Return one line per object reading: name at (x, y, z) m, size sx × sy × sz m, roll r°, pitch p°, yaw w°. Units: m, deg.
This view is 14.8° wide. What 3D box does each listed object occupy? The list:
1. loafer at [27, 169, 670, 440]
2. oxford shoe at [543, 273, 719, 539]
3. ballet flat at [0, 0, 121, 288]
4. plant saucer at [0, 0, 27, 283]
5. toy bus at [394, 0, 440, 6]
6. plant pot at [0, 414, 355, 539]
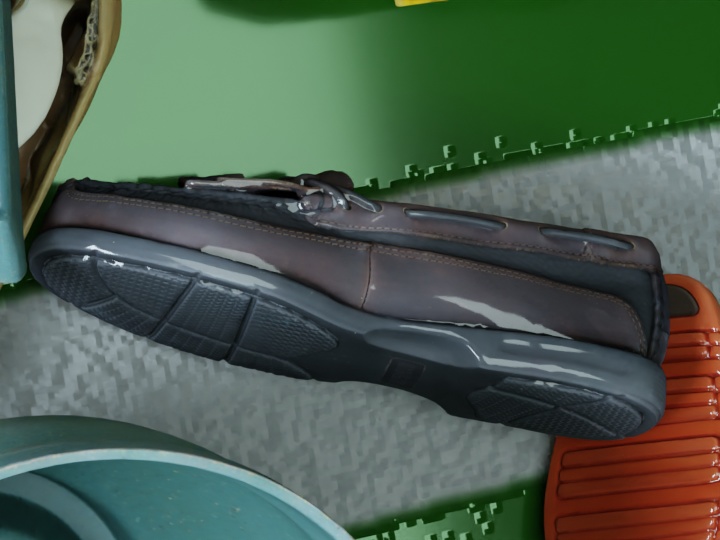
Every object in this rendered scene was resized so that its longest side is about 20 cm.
loafer at (0.000, 0.000, 0.843) m, size 0.200 × 0.072 × 0.063 m, roll 15°, pitch 68°, yaw -12°
oxford shoe at (0.107, 0.102, 0.885) m, size 0.073 × 0.071 × 0.200 m, roll 6°, pitch 82°, yaw -50°
ballet flat at (-0.128, -0.014, 0.802) m, size 0.069 × 0.063 × 0.200 m, roll 25°, pitch 85°, yaw -15°
plant saucer at (-0.128, -0.079, 0.755) m, size 0.070 × 0.019 × 0.200 m, roll 6°, pitch 45°, yaw -17°
toy bus at (0.043, -0.136, 0.785) m, size 0.192 × 0.200 × 0.136 m, roll -17°, pitch 95°, yaw -8°
plant pot at (-0.096, 0.125, 0.769) m, size 0.200 × 0.134 × 0.201 m, roll -6°, pitch 107°, yaw -22°
